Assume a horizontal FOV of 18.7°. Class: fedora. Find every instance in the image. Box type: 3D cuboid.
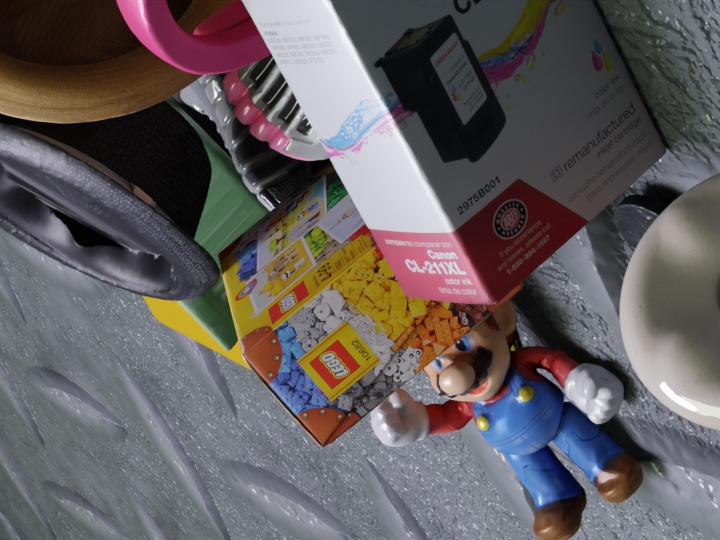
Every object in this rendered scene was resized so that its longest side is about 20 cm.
[{"bbox_3d":[-0.164,-0.065,1.362,0.200,0.092,0.201,22,159,9],"label":"fedora"},{"bbox_3d":[-0.156,-0.150,1.277,0.201,0.200,0.082,43,157,21],"label":"fedora"}]

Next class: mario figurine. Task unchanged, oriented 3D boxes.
[{"bbox_3d":[0.088,0.090,1.400,0.200,0.123,0.106,47,165,-14],"label":"mario figurine"}]

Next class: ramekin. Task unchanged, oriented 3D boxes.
[{"bbox_3d":[-0.132,-0.045,1.614,0.200,0.098,0.200,46,177,4],"label":"ramekin"}]

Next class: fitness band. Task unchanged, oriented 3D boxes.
[{"bbox_3d":[-0.047,-0.185,1.133,0.037,0.200,0.144,33,148,32],"label":"fitness band"}]

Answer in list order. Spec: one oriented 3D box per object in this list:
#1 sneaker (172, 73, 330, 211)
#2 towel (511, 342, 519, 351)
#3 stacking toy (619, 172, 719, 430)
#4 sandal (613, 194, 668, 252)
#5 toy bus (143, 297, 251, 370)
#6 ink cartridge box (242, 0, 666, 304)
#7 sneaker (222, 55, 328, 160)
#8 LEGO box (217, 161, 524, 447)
[{"bbox_3d":[-0.078,-0.110,1.517,0.201,0.075,0.115,61,164,5],"label":"sneaker"},{"bbox_3d":[0.068,0.023,1.487,0.086,0.018,0.200,28,148,45],"label":"towel"},{"bbox_3d":[0.223,0.052,1.100,0.146,0.146,0.200,35,168,38],"label":"stacking toy"},{"bbox_3d":[0.200,0.046,1.208,0.201,0.048,0.075,54,159,-6],"label":"sandal"},{"bbox_3d":[-0.094,0.025,1.735,0.200,0.078,0.065,23,145,51],"label":"toy bus"},{"bbox_3d":[0.049,-0.105,1.139,0.083,0.146,0.200,7,132,57],"label":"ink cartridge box"},{"bbox_3d":[-0.057,-0.158,1.349,0.079,0.095,0.200,-38,80,29],"label":"sneaker"},{"bbox_3d":[0.000,0.000,1.305,0.077,0.149,0.200,50,-176,-18],"label":"LEGO box"}]
